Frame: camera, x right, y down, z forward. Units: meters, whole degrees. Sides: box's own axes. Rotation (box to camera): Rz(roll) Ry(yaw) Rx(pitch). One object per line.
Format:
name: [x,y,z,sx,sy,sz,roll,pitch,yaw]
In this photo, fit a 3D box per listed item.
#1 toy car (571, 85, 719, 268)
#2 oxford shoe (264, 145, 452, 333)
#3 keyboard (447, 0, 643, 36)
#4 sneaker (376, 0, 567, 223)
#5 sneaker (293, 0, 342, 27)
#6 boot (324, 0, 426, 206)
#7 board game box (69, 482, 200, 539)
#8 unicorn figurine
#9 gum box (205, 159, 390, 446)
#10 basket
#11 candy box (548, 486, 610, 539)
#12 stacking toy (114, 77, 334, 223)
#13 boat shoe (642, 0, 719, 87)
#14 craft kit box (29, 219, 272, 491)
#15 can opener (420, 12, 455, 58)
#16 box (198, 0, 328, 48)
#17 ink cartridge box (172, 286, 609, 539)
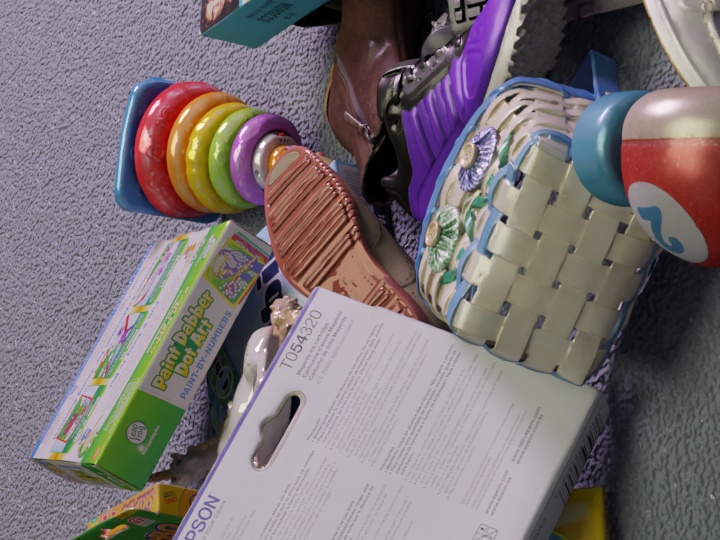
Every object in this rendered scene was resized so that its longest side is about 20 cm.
toy car: [0.213,0.008,0.974,0.184,0.176,0.201,-176,84,-66]
oxford shoe: [0.000,0.000,1.326,0.071,0.074,0.200,-43,59,23]
keyboard: [0.134,-0.219,1.215,0.199,0.021,0.128,-10,80,35]
sneaker: [0.058,-0.115,1.235,0.099,0.070,0.201,29,122,21]
sneaker: [0.005,-0.252,1.440,0.200,0.074,0.107,-27,62,60]
boot: [0.025,-0.164,1.352,0.167,0.072,0.201,-108,27,-57]
board game box: [-0.088,0.179,1.314,0.095,0.199,0.030,-32,54,47]
unicorn figurine: [-0.078,0.108,1.371,0.200,0.074,0.137,-58,24,6]
gum box: [-0.045,0.045,1.433,0.200,0.044,0.171,-41,49,43]
basket: [0.112,-0.035,1.163,0.200,0.139,0.177,-71,4,-75]
candy box: [0.049,0.186,1.164,0.199,0.026,0.103,-7,68,13]
stacking toy: [-0.087,-0.084,1.501,0.200,0.116,0.110,11,92,45]
boat shoe: [0.197,-0.166,1.114,0.069,0.071,0.201,-30,70,24]
craft kit box: [-0.158,0.064,1.457,0.201,0.048,0.197,-62,15,-14]
can opener: [0.105,-0.185,1.288,0.200,0.078,0.063,-58,0,22]
box: [-0.056,-0.226,1.411,0.200,0.049,0.083,160,117,-63]
ink cartridge box: [0.017,0.127,1.160,0.199,0.043,0.197,20,69,27]
